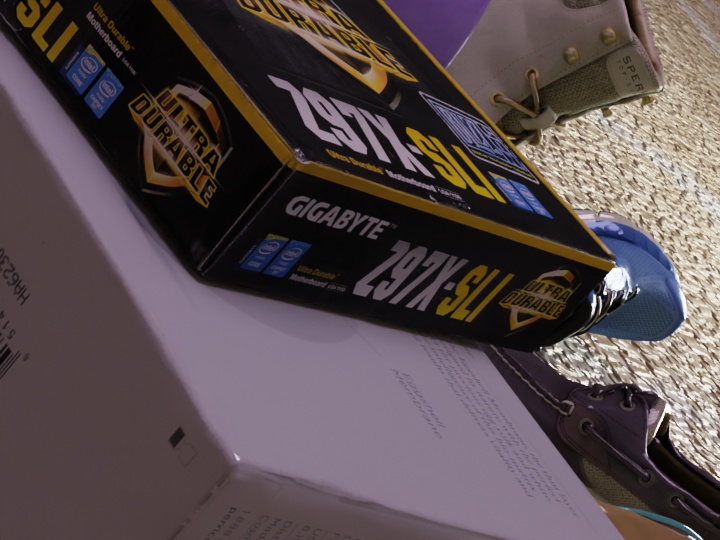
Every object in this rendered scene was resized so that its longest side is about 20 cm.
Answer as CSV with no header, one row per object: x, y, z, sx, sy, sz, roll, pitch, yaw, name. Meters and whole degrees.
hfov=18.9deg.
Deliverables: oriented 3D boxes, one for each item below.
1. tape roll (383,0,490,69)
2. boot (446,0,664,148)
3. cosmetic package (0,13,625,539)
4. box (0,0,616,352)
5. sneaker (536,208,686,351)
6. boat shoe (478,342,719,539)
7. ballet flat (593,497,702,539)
-0.015,-0.160,1.094,0.085,0.200,0.200,31,20,-28,tape roll
0.075,-0.073,1.084,0.072,0.154,0.201,52,31,-49,boot
-0.052,0.047,0.652,0.200,0.123,0.200,21,27,-48,cosmetic package
-0.022,-0.054,0.682,0.160,0.049,0.200,53,19,28,box
0.107,0.012,1.182,0.200,0.079,0.089,17,37,-38,sneaker
0.126,0.086,1.040,0.200,0.065,0.072,47,18,13,boat shoe
0.080,0.121,0.889,0.200,0.069,0.063,30,48,-36,ballet flat
